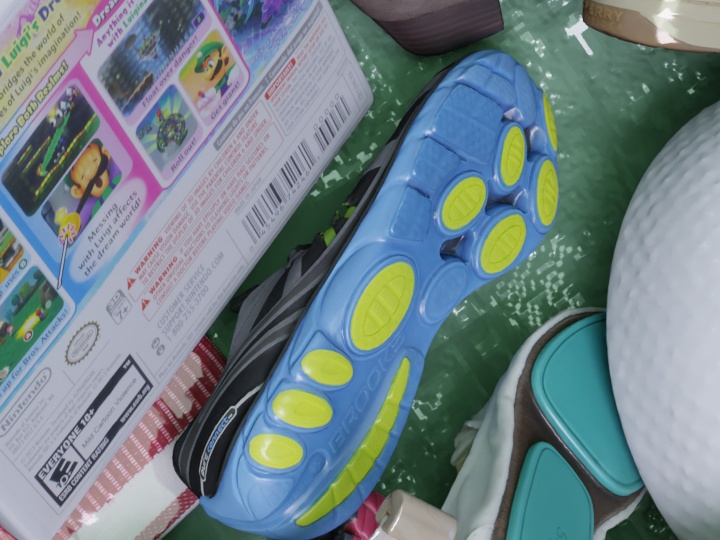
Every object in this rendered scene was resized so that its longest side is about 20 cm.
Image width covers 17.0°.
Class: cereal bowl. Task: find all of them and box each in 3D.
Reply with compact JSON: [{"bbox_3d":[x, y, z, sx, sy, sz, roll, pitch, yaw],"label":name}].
[{"bbox_3d":[0.185,0.021,0.805,0.199,0.083,0.202,7,74,-27],"label":"cereal bowl"}]

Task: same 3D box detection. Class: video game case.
[{"bbox_3d":[-0.082,-0.034,0.755,0.024,0.182,0.200,26,70,31],"label":"video game case"}]

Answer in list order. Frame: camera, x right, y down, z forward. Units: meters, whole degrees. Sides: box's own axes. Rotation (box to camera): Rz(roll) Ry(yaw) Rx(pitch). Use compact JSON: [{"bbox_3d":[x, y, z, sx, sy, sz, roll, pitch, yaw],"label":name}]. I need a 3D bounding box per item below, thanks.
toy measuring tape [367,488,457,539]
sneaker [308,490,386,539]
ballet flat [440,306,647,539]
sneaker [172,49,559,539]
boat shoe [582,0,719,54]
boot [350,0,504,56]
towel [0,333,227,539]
[{"bbox_3d":[-0.043,0.104,0.769,0.074,0.074,0.200,50,124,0],"label":"toy measuring tape"},{"bbox_3d":[-0.005,0.175,0.798,0.074,0.081,0.201,20,84,-21],"label":"sneaker"},{"bbox_3d":[0.052,0.072,0.786,0.069,0.200,0.070,7,116,15],"label":"ballet flat"},{"bbox_3d":[0.000,0.001,0.818,0.071,0.082,0.200,49,63,-31],"label":"sneaker"},{"bbox_3d":[0.167,-0.108,0.825,0.199,0.071,0.065,-3,105,-33],"label":"boat shoe"},{"bbox_3d":[0.065,-0.153,0.806,0.199,0.147,0.070,-31,56,-6],"label":"boot"},{"bbox_3d":[-0.144,0.026,0.825,0.144,0.023,0.200,-42,92,-12],"label":"towel"}]
